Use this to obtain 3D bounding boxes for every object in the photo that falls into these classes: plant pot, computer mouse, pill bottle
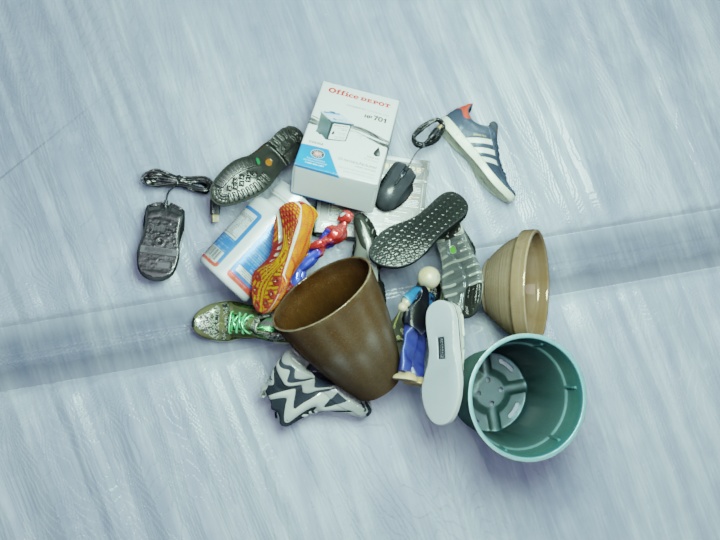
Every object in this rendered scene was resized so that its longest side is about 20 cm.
[{"bbox_3d":[0.267,0.030,1.398,0.092,0.201,0.203,0,83,24],"label":"plant pot"},{"bbox_3d":[0.090,-0.191,1.415,0.058,0.034,0.201,32,81,0],"label":"computer mouse"},{"bbox_3d":[-0.320,-0.076,1.412,0.139,0.046,0.202,2,79,-10],"label":"computer mouse"},{"bbox_3d":[-0.016,0.113,1.328,0.186,0.187,0.201,-36,114,-8],"label":"plant pot"},{"bbox_3d":[-0.174,-0.055,1.385,0.112,0.112,0.200,42,82,0],"label":"pill bottle"},{"bbox_3d":[0.248,0.210,1.351,0.198,0.196,0.202,1,84,-10],"label":"plant pot"}]

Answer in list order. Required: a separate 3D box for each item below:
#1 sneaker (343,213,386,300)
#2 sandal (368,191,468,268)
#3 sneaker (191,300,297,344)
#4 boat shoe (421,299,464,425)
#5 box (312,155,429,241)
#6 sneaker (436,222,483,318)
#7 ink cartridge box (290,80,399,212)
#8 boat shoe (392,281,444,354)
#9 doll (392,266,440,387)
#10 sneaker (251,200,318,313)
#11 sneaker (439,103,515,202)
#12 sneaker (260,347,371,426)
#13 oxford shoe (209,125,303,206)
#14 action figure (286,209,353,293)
[{"bbox_3d":[0.000,0.000,1.393,0.079,0.074,0.202,-2,108,8],"label":"sneaker"},{"bbox_3d":[0.102,-0.059,1.355,0.200,0.048,0.075,-33,70,-18],"label":"sandal"},{"bbox_3d":[-0.193,0.088,1.380,0.198,0.089,0.078,1,84,-5],"label":"sneaker"},{"bbox_3d":[0.145,0.151,1.309,0.070,0.070,0.202,-7,80,34],"label":"boat shoe"},{"bbox_3d":[0.019,-0.130,1.443,0.198,0.048,0.160,6,83,-4],"label":"box"},{"bbox_3d":[0.184,-0.005,1.408,0.074,0.115,0.202,-17,69,19],"label":"sneaker"},{"bbox_3d":[-0.024,-0.214,1.374,0.145,0.086,0.201,14,58,0],"label":"ink cartridge box"},{"bbox_3d":[0.088,0.102,1.419,0.072,0.060,0.203,28,82,-2],"label":"boat shoe"},{"bbox_3d":[0.100,0.090,1.340,0.048,0.136,0.202,1,73,31],"label":"doll"},{"bbox_3d":[-0.121,-0.016,1.325,0.073,0.077,0.201,34,105,32],"label":"sneaker"},{"bbox_3d":[0.234,-0.220,1.459,0.084,0.075,0.200,-38,88,-3],"label":"sneaker"},{"bbox_3d":[-0.087,0.227,1.389,0.198,0.080,0.130,29,119,-32],"label":"sneaker"},{"bbox_3d":[-0.185,-0.173,1.408,0.200,0.084,0.073,-38,98,-23],"label":"oxford shoe"},{"bbox_3d":[-0.083,-0.029,1.387,0.200,0.065,0.052,-44,77,10],"label":"action figure"}]
